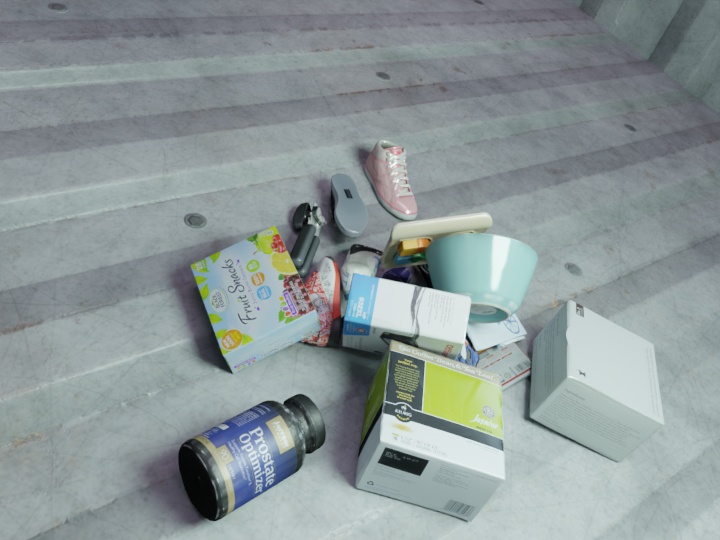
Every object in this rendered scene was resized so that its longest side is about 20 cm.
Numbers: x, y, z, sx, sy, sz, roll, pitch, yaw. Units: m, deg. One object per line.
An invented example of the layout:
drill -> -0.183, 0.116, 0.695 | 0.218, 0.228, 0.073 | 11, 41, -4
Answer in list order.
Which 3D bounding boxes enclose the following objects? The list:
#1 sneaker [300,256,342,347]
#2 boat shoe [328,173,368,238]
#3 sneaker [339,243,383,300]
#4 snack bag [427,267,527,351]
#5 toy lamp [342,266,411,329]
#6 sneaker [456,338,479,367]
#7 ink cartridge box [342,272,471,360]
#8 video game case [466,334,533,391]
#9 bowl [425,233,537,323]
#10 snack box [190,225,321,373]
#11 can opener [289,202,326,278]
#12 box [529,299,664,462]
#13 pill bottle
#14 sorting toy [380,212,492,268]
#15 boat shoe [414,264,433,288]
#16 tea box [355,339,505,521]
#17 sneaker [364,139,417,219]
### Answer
sneaker -> -0.094, 0.044, 1.275 | 0.105, 0.068, 0.205 | 10, 45, -18
boat shoe -> -0.033, -0.121, 1.475 | 0.072, 0.069, 0.202 | -1, 40, -19
sneaker -> 0.000, 0.000, 1.364 | 0.070, 0.074, 0.200 | 17, 21, 8
snack bag -> 0.227, 0.065, 1.356 | 0.198, 0.021, 0.192 | -9, 65, -50
toy lamp -> 0.035, 0.053, 1.334 | 0.058, 0.059, 0.199 | 35, 42, 14
sneaker -> 0.175, 0.152, 1.283 | 0.076, 0.076, 0.204 | 8, 55, -17
ink cartridge box -> 0.072, 0.087, 1.170 | 0.194, 0.146, 0.086 | 11, 66, 2
video game case -> 0.232, 0.142, 1.360 | 0.141, 0.018, 0.201 | -18, 56, -37
bowl -> 0.204, 0.024, 1.218 | 0.195, 0.201, 0.108 | 13, 70, -11
snack box -> -0.178, 0.045, 1.189 | 0.165, 0.068, 0.202 | -24, 53, -7
can opener -> -0.111, -0.062, 1.401 | 0.065, 0.053, 0.202 | -9, 37, 16
box -> 0.426, 0.199, 1.291 | 0.196, 0.132, 0.201 | 26, 41, -5
pill bottle -> -0.148, 0.254, 0.997 | 0.197, 0.113, 0.112 | -22, 57, -39
sorting toy -> 0.134, -0.045, 1.290 | 0.179, 0.201, 0.038 | -7, 74, -6
boat shoe -> 0.152, -0.015, 1.444 | 0.070, 0.069, 0.202 | -4, 40, -11
tea box -> 0.110, 0.248, 1.105 | 0.195, 0.135, 0.199 | 18, 42, -5
sneaker -> 0.077, -0.214, 1.596 | 0.074, 0.106, 0.202 | -7, 50, -32
